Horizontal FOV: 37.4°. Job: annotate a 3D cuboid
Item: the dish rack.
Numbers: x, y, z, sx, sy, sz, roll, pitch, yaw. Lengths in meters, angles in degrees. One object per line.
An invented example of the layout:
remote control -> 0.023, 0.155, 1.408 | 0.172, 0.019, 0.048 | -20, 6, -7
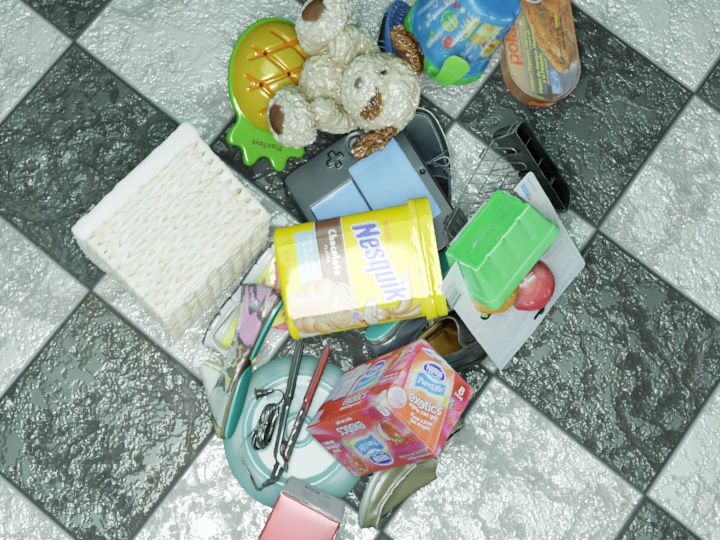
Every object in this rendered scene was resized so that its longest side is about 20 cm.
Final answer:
dish rack -> 0.188, -0.074, 1.386 | 0.154, 0.054, 0.202 | 48, 61, -32

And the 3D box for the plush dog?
plush dog -> -0.001, -0.230, 1.355 | 0.170, 0.160, 0.203 | 22, 95, 29

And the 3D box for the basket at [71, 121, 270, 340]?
basket -> -0.227, -0.044, 1.342 | 0.161, 0.198, 0.200 | 43, 78, 4

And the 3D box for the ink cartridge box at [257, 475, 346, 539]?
ink cartridge box -> -0.096, 0.358, 1.243 | 0.083, 0.176, 0.203 | 25, 87, 3

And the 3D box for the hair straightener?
hair straightener -> -0.104, 0.176, 1.341 | 0.076, 0.041, 0.203 | 19, 81, 3

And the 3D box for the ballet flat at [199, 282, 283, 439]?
ballet flat -> -0.159, 0.108, 1.329 | 0.070, 0.069, 0.203 | 22, 100, 6

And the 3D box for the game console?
game console -> 0.016, -0.083, 1.390 | 0.175, 0.031, 0.202 | -32, 80, -1

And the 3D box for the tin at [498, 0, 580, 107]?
tin -> 0.245, -0.328, 1.497 | 0.110, 0.042, 0.204 | -1, 76, -17

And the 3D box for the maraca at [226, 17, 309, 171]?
maraca -> -0.118, -0.238, 1.437 | 0.135, 0.107, 0.204 | 8, 90, -23

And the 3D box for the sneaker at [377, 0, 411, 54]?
sneaker -> 0.037, -0.284, 1.472 | 0.070, 0.077, 0.203 | 29, 50, -30

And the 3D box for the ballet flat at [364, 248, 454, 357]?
ballet flat -> 0.086, 0.043, 1.401 | 0.073, 0.073, 0.200 | 41, 75, 7

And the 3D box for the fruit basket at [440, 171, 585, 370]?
fruit basket -> 0.190, 0.003, 1.333 | 0.093, 0.200, 0.186 | 33, 79, 40

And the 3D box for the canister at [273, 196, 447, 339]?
canister -> 0.000, 0.000, 1.323 | 0.196, 0.087, 0.152 | -10, 89, 3

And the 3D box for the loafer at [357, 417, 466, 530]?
loafer -> 0.066, 0.246, 1.343 | 0.069, 0.075, 0.201 | 33, 77, 10

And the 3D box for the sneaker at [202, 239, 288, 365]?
sneaker -> -0.118, 0.036, 1.393 | 0.090, 0.078, 0.201 | 35, 83, -2

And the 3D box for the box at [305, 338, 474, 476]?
box -> 0.032, 0.168, 1.269 | 0.095, 0.199, 0.100 | 43, 58, -11

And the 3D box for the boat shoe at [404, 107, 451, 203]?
boat shoe -> 0.090, -0.128, 1.440 | 0.073, 0.062, 0.204 | -4, 76, -2

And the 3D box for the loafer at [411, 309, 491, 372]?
loafer -> 0.121, 0.087, 1.363 | 0.072, 0.073, 0.200 | 31, 55, 26

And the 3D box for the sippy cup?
sippy cup -> 0.145, -0.341, 1.434 | 0.138, 0.130, 0.181 | -8, 73, -31

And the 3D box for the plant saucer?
plant saucer -> -0.080, 0.207, 1.368 | 0.196, 0.036, 0.204 | 0, 76, -2
